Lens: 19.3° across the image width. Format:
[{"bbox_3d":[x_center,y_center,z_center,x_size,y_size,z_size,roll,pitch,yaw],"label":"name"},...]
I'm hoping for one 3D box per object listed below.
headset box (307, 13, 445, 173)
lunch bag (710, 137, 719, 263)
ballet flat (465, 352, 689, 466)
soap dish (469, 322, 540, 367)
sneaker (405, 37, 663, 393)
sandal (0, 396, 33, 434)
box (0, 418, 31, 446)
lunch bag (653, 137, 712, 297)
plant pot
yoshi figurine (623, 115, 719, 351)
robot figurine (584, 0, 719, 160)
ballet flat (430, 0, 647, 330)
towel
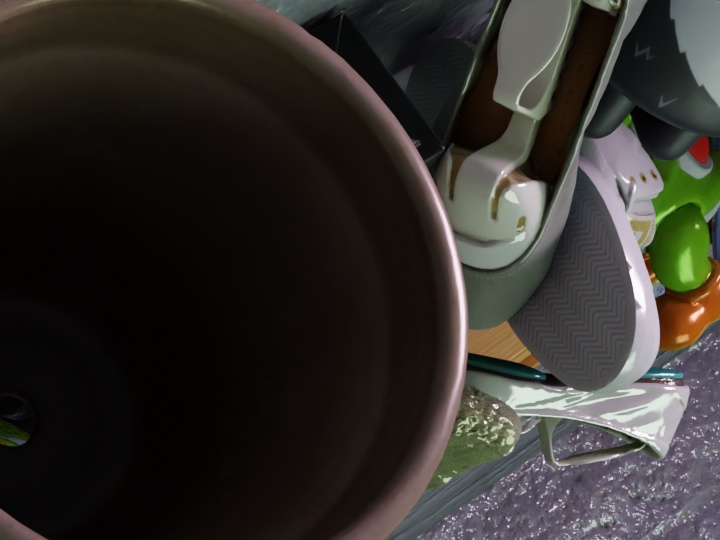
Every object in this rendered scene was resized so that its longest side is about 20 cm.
[{"bbox_3d":[-0.064,-0.003,0.901,0.149,0.077,0.200,-31,168,-22],"label":"headset box"},{"bbox_3d":[0.252,-0.083,1.218,0.082,0.201,0.161,3,-171,18],"label":"lunch bag"},{"bbox_3d":[0.106,0.084,1.275,0.199,0.070,0.069,6,151,-19],"label":"ballet flat"},{"bbox_3d":[0.113,0.026,1.523,0.200,0.081,0.157,-37,169,8],"label":"soap dish"},{"bbox_3d":[0.106,-0.021,0.949,0.115,0.200,0.074,16,126,-40],"label":"sneaker"},{"bbox_3d":[-0.157,0.073,1.041,0.076,0.043,0.200,-31,177,17],"label":"sandal"},{"bbox_3d":[-0.169,0.175,0.829,0.122,0.192,0.200,-10,124,-63],"label":"box"},{"bbox_3d":[0.165,-0.047,1.287,0.200,0.127,0.170,-51,166,9],"label":"lunch bag"},{"bbox_3d":[-0.089,0.027,0.685,0.200,0.201,0.175,-29,175,-31],"label":"plant pot"},{"bbox_3d":[0.129,-0.051,1.107,0.112,0.200,0.112,-2,-141,20],"label":"yoshi figurine"},{"bbox_3d":[0.160,-0.136,0.894,0.150,0.125,0.200,-30,164,-52],"label":"robot figurine"},{"bbox_3d":[0.059,-0.060,0.847,0.064,0.067,0.200,-35,148,-62],"label":"ballet flat"},{"bbox_3d":[-0.020,0.092,1.235,0.148,0.037,0.200,30,143,-31],"label":"towel"}]
